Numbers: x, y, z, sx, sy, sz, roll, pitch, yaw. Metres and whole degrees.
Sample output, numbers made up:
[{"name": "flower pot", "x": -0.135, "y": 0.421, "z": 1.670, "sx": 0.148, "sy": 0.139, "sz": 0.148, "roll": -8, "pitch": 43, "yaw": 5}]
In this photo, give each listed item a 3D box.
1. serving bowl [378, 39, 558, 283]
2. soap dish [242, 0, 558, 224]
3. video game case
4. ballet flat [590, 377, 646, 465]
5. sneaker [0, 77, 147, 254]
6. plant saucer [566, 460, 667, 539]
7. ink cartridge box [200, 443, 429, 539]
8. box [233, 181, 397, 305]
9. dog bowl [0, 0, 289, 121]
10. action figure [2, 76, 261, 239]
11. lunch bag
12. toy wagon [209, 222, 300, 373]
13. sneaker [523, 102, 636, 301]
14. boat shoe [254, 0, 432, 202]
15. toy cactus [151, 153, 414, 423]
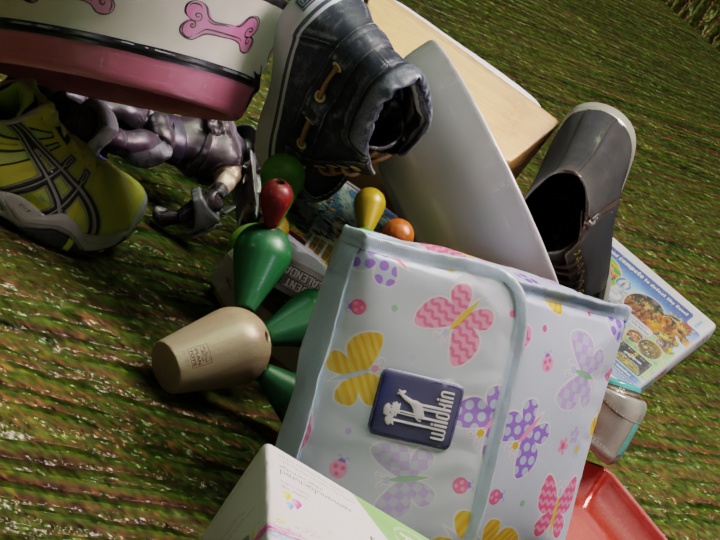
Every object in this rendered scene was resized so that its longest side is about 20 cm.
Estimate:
[{"name": "serving bowl", "x": 0.058, "y": -0.040, "z": 1.586, "sx": 0.200, "sy": 0.065, "sz": 0.201, "roll": 154, "pitch": -90, "yaw": -89}, {"name": "soap dish", "x": 0.017, "y": -0.072, "z": 1.755, "sx": 0.157, "sy": 0.200, "sz": 0.081, "roll": 35, "pitch": 35, "yaw": -4}, {"name": "video game case", "x": 0.150, "y": 0.040, "z": 1.842, "sx": 0.143, "sy": 0.018, "sz": 0.200, "roll": 41, "pitch": 45, "yaw": 17}, {"name": "ballet flat", "x": 0.105, "y": 0.076, "z": 1.716, "sx": 0.199, "sy": 0.064, "sz": 0.067, "roll": 25, "pitch": 5, "yaw": 42}, {"name": "sneaker", "x": -0.192, "y": -0.067, "z": 1.507, "sx": 0.199, "sy": 0.077, "sz": 0.075, "roll": 17, "pitch": 23, "yaw": -51}, {"name": "plant saucer", "x": 0.131, "y": 0.176, "z": 1.558, "sx": 0.199, "sy": 0.037, "sz": 0.200, "roll": 20, "pitch": 23, "yaw": -43}, {"name": "ink cartridge box", "x": -0.013, "y": 0.176, "z": 1.212, "sx": 0.117, "sy": 0.067, "sz": 0.200, "roll": 32, "pitch": 17, "yaw": -15}, {"name": "box", "x": 0.000, "y": 0.000, "z": 1.631, "sx": 0.137, "sy": 0.040, "sz": 0.200, "roll": 35, "pitch": 16, "yaw": -1}, {"name": "dog bowl", "x": -0.143, "y": -0.141, "z": 1.500, "sx": 0.198, "sy": 0.074, "sz": 0.200, "roll": 12, "pitch": -1, "yaw": 0}, {"name": "action figure", "x": -0.138, "y": -0.088, "z": 1.660, "sx": 0.199, "sy": 0.069, "sz": 0.131, "roll": 11, "pitch": 40, "yaw": -40}, {"name": "lunch bag", "x": 0.040, "y": 0.074, "z": 1.387, "sx": 0.127, "sy": 0.171, "sz": 0.199, "roll": 17, "pitch": 0, "yaw": 43}, {"name": "toy wagon", "x": -0.004, "y": 0.045, "z": 1.643, "sx": 0.199, "sy": 0.040, "sz": 0.155, "roll": 24, "pitch": 21, "yaw": -38}, {"name": "sneaker", "x": 0.126, "y": -0.006, "z": 1.712, "sx": 0.074, "sy": 0.201, "sz": 0.106, "roll": 17, "pitch": 31, "yaw": 15}, {"name": "boat shoe", "x": -0.010, "y": -0.081, "z": 1.516, "sx": 0.091, "sy": 0.071, "sz": 0.201, "roll": 50, "pitch": -21, "yaw": 23}, {"name": "toy cactus", "x": -0.039, "y": 0.038, "z": 1.465, "sx": 0.164, "sy": 0.202, "sz": 0.102, "roll": -17, "pitch": 11, "yaw": -34}]
